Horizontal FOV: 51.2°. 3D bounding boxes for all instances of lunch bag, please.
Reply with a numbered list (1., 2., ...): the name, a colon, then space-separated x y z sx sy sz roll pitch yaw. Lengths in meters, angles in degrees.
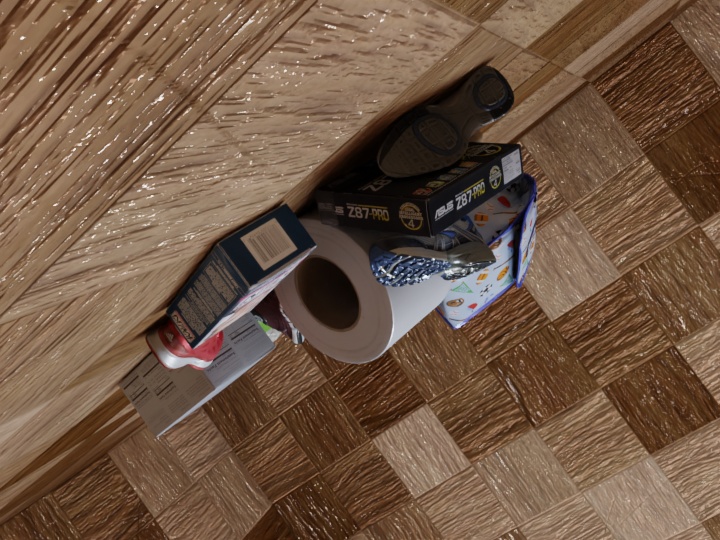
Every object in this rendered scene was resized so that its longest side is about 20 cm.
1. lunch bag: 0.177 -0.034 1.088 0.200 0.124 0.170 -36 151 -10

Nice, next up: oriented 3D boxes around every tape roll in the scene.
1. tape roll: 0.000 0.000 0.974 0.139 0.203 0.203 -35 177 -43

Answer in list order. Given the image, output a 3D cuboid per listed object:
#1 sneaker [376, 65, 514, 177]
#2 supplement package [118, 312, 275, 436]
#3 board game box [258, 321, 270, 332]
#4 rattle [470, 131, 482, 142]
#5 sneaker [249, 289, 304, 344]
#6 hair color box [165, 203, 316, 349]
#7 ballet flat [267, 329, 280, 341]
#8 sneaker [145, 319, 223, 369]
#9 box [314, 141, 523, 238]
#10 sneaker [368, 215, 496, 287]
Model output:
1. sneaker: 0.093 -0.158 0.865 0.200 0.075 0.087 -35 -177 -29
2. supplement package: -0.267 0.156 1.232 0.200 0.111 0.156 -38 178 38
3. board game box: -0.248 0.126 1.424 0.095 0.030 0.200 14 137 -45
4. rattle: 0.181 -0.152 1.244 0.200 0.142 0.131 120 -6 -84
5. sneaker: -0.144 0.035 1.206 0.201 0.115 0.076 89 25 -45
6. hair color box: -0.138 0.011 0.842 0.100 0.061 0.200 -35 178 -37
7. ballet flat: -0.322 0.211 2.315 0.200 0.072 0.072 -36 178 -23
8. sneaker: -0.200 0.075 1.025 0.115 0.079 0.200 -36 179 7
9. box: 0.072 -0.101 0.874 0.161 0.049 0.200 9 -150 41
10. sneaker: 0.073 -0.033 0.875 0.077 0.086 0.199 -30 162 37
